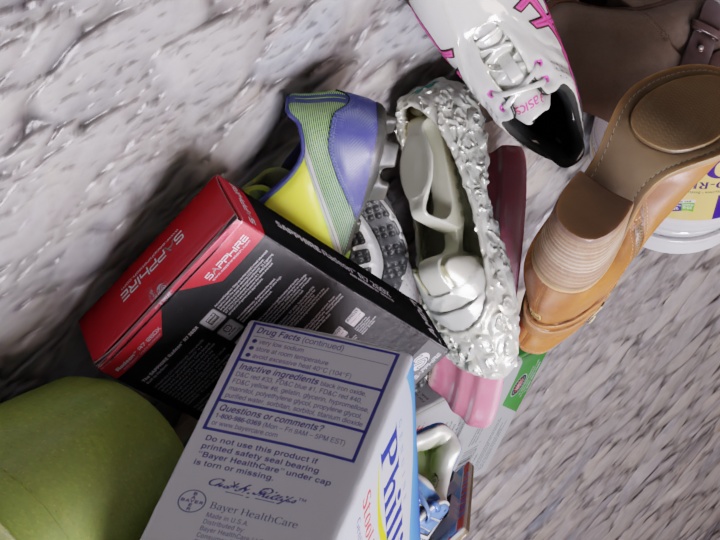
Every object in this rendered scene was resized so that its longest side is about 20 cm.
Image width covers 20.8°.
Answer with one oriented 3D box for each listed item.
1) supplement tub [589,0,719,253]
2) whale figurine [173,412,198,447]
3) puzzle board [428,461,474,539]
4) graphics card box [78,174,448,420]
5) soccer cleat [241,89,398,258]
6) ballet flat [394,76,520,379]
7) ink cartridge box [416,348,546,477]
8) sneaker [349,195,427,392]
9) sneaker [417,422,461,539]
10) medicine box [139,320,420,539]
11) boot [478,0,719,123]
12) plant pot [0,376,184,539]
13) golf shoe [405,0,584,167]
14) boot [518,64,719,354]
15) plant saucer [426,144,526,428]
[{"bbox_3d":[0.254,-0.121,1.508,0.145,0.145,0.200,-40,154,-26],"label":"supplement tub"},{"bbox_3d":[-0.077,0.139,1.321,0.200,0.104,0.159,-52,158,-2],"label":"whale figurine"},{"bbox_3d":[0.022,0.209,1.420,0.151,0.017,0.200,-45,-177,8],"label":"puzzle board"},{"bbox_3d":[-0.054,0.039,1.169,0.125,0.051,0.200,-46,133,13],"label":"graphics card box"},{"bbox_3d":[-0.038,-0.027,1.212,0.065,0.083,0.201,-92,-163,-53],"label":"soccer cleat"},{"bbox_3d":[0.053,-0.025,1.274,0.071,0.201,0.072,-10,179,0],"label":"ballet flat"},{"bbox_3d":[0.041,0.114,1.534,0.200,0.083,0.147,-22,144,-51],"label":"ink cartridge box"},{"bbox_3d":[0.000,0.000,1.332,0.073,0.080,0.200,-7,138,4],"label":"sneaker"},{"bbox_3d":[0.010,0.166,1.315,0.077,0.076,0.200,-40,-168,34],"label":"sneaker"},{"bbox_3d":[-0.042,0.165,1.102,0.183,0.102,0.200,86,21,-45],"label":"medicine box"},{"bbox_3d":[0.176,-0.126,1.347,0.200,0.146,0.070,-45,174,-17],"label":"boot"},{"bbox_3d":[-0.187,0.148,1.064,0.190,0.200,0.201,-41,159,-55],"label":"plant pot"},{"bbox_3d":[0.091,-0.139,1.207,0.072,0.092,0.200,-35,142,10],"label":"golf shoe"},{"bbox_3d":[0.172,-0.040,1.300,0.200,0.074,0.155,-38,161,-27],"label":"boot"},{"bbox_3d":[0.080,0.009,1.393,0.201,0.051,0.202,-174,-90,-90],"label":"plant saucer"}]
